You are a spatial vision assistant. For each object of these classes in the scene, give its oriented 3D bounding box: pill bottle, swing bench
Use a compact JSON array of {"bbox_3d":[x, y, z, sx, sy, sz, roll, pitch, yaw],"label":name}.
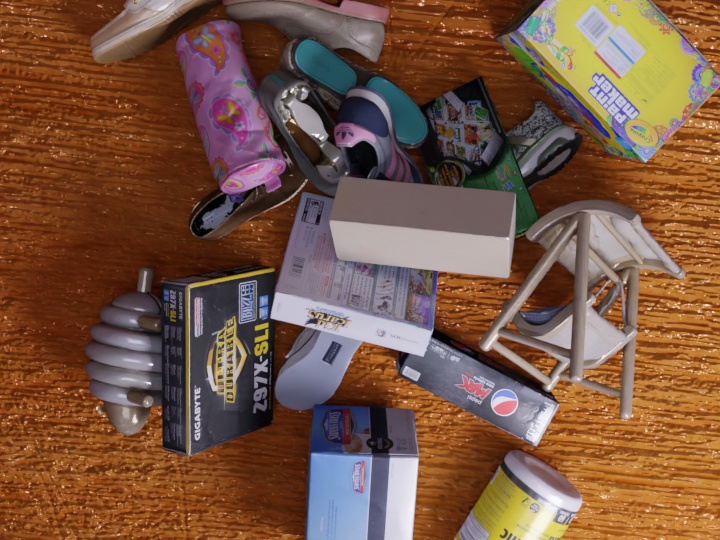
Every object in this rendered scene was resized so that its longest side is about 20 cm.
[{"bbox_3d":[0.182,0.338,1.373,0.110,0.111,0.202,30,99,-5],"label":"pill bottle"},{"bbox_3d":[0.261,0.039,1.258,0.129,0.198,0.202,17,80,36],"label":"swing bench"}]

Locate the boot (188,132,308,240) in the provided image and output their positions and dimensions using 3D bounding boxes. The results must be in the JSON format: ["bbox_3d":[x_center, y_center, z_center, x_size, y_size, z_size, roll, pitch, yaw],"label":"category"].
[{"bbox_3d":[-0.124,-0.101,1.320,0.199,0.075,0.074,-38,96,5],"label":"boot"}]

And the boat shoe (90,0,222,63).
[{"bbox_3d":[-0.238,-0.317,1.291,0.198,0.074,0.070,-30,86,4],"label":"boat shoe"}]

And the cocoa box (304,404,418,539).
[{"bbox_3d":[-0.002,0.283,1.340,0.129,0.134,0.203,3,108,-1],"label":"cocoa box"}]

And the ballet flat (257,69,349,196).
[{"bbox_3d":[-0.049,-0.147,1.272,0.067,0.064,0.200,-46,129,-8],"label":"ballet flat"}]

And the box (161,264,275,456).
[{"bbox_3d":[-0.168,0.102,1.312,0.049,0.159,0.203,8,101,32],"label":"box"}]

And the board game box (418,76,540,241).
[{"bbox_3d":[0.132,-0.119,1.286,0.104,0.023,0.202,-23,69,12],"label":"board game box"}]

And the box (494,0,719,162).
[{"bbox_3d":[0.272,-0.240,1.235,0.200,0.193,0.122,44,97,-6],"label":"box"}]

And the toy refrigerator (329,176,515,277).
[{"bbox_3d":[0.071,-0.051,1.214,0.197,0.076,0.071,5,56,12],"label":"toy refrigerator"}]

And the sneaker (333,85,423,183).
[{"bbox_3d":[0.016,-0.116,1.270,0.069,0.083,0.201,4,145,31],"label":"sneaker"}]

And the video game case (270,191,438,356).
[{"bbox_3d":[0.000,0.000,1.276,0.178,0.201,0.046,13,128,-2],"label":"video game case"}]

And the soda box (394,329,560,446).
[{"bbox_3d":[0.143,0.139,1.359,0.198,0.071,0.064,28,98,-5],"label":"soda box"}]

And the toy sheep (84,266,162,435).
[{"bbox_3d":[-0.268,0.098,1.326,0.136,0.138,0.203,12,86,-2],"label":"toy sheep"}]

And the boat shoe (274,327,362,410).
[{"bbox_3d":[-0.044,0.085,1.353,0.074,0.087,0.203,25,128,-8],"label":"boat shoe"}]

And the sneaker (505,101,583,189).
[{"bbox_3d":[0.169,-0.130,1.330,0.199,0.077,0.089,-34,67,7],"label":"sneaker"}]

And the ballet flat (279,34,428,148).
[{"bbox_3d":[-0.010,-0.210,1.298,0.198,0.075,0.069,30,79,-18],"label":"ballet flat"}]

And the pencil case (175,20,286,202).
[{"bbox_3d":[-0.150,-0.187,1.271,0.086,0.087,0.202,-22,76,4],"label":"pencil case"}]

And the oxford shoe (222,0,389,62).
[{"bbox_3d":[-0.067,-0.287,1.291,0.197,0.071,0.076,7,102,-1],"label":"oxford shoe"}]
